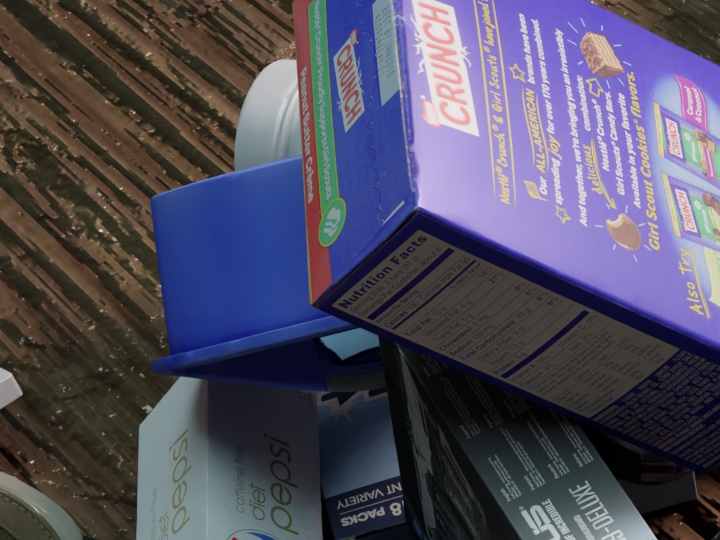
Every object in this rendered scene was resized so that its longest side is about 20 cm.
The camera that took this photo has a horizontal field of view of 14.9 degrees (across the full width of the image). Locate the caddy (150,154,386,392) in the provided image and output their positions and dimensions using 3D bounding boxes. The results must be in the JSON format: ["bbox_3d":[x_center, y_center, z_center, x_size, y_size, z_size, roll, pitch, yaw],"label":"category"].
[{"bbox_3d":[0.000,0.000,1.214,0.199,0.105,0.141,-14,-1,6],"label":"caddy"}]

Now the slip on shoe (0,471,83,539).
[{"bbox_3d":[-0.225,0.114,1.236,0.199,0.076,0.061,21,23,3],"label":"slip on shoe"}]

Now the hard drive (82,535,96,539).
[{"bbox_3d":[-0.197,0.167,1.287,0.200,0.033,0.140,15,48,31],"label":"hard drive"}]

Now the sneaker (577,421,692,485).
[{"bbox_3d":[0.155,0.030,1.230,0.074,0.088,0.200,41,28,16],"label":"sneaker"}]

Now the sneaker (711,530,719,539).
[{"bbox_3d":[0.234,0.137,1.157,0.200,0.076,0.079,13,44,29],"label":"sneaker"}]

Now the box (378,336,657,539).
[{"bbox_3d":[0.077,0.122,1.126,0.050,0.158,0.200,-24,54,-12],"label":"box"}]

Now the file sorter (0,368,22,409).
[{"bbox_3d":[-0.299,0.051,1.355,0.200,0.125,0.139,-33,23,-21],"label":"file sorter"}]

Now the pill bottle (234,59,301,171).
[{"bbox_3d":[0.043,-0.052,1.339,0.199,0.112,0.112,10,45,26],"label":"pill bottle"}]

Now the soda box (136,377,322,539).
[{"bbox_3d":[-0.059,0.132,1.234,0.064,0.068,0.200,24,37,-23],"label":"soda box"}]

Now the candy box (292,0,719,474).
[{"bbox_3d":[0.075,-0.032,1.091,0.077,0.200,0.169,-43,35,36],"label":"candy box"}]

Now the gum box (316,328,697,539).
[{"bbox_3d":[0.053,0.054,1.334,0.169,0.045,0.200,-16,39,-3],"label":"gum box"}]
